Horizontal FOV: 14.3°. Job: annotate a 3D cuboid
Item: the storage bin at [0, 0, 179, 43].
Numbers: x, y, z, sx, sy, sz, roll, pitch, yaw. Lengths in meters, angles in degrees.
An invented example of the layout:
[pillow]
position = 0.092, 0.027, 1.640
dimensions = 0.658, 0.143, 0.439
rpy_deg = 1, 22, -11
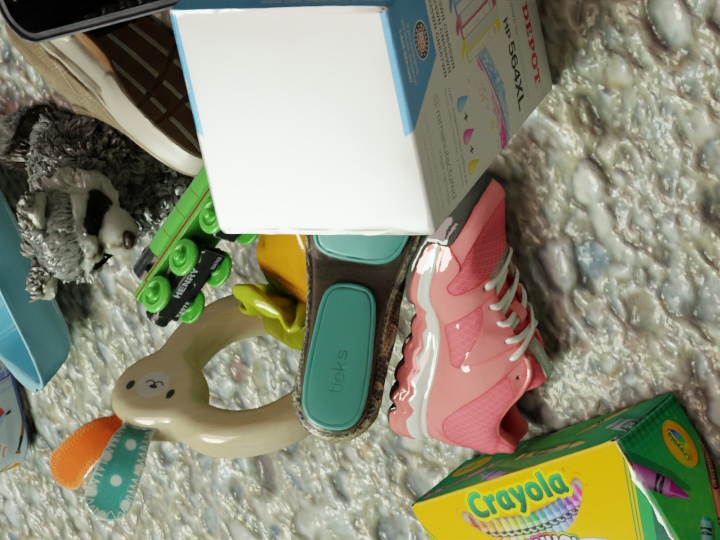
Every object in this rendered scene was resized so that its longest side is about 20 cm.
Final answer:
[storage bin]
position = -0.138, -0.221, 1.653
dimensions = 0.200, 0.094, 0.135
rpy_deg = -8, 110, 48

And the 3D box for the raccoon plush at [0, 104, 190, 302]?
[raccoon plush]
position = -0.203, -0.039, 1.819
dimensions = 0.200, 0.134, 0.097
rpy_deg = -2, 115, 47

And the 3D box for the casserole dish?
[casserole dish]
position = -0.251, -0.008, 1.939
dimensions = 0.121, 0.039, 0.200
rpy_deg = 31, 148, 56

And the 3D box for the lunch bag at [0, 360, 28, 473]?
[lunch bag]
position = -0.336, 0.076, 2.098
dimensions = 0.200, 0.076, 0.160
rpy_deg = 8, 120, 42

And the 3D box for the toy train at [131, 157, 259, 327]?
[toy train]
position = -0.072, -0.053, 1.673
dimensions = 0.200, 0.042, 0.056
rpy_deg = -53, 48, 18

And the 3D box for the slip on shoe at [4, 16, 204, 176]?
[slip on shoe]
position = -0.152, -0.118, 1.754
dimensions = 0.200, 0.076, 0.061
rpy_deg = 42, 133, 21

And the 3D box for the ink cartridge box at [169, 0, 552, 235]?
[ink cartridge box]
position = 0.009, -0.119, 1.502
dimensions = 0.125, 0.200, 0.129
rpy_deg = 1, 119, 27

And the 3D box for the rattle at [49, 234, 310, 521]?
[rattle]
position = -0.105, 0.050, 1.715
dimensions = 0.143, 0.200, 0.130
rpy_deg = 79, 172, -60

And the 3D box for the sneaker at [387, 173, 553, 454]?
[sneaker]
position = 0.074, 0.027, 1.644
dimensions = 0.087, 0.074, 0.200
rpy_deg = 21, 135, 14

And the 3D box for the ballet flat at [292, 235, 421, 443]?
[ballet flat]
position = 0.000, 0.000, 1.670
dimensions = 0.068, 0.075, 0.200
rpy_deg = 11, 95, 7

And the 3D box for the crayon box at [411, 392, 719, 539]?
[crayon box]
position = 0.132, 0.154, 1.668
dimensions = 0.200, 0.058, 0.119
rpy_deg = -24, 98, 52
